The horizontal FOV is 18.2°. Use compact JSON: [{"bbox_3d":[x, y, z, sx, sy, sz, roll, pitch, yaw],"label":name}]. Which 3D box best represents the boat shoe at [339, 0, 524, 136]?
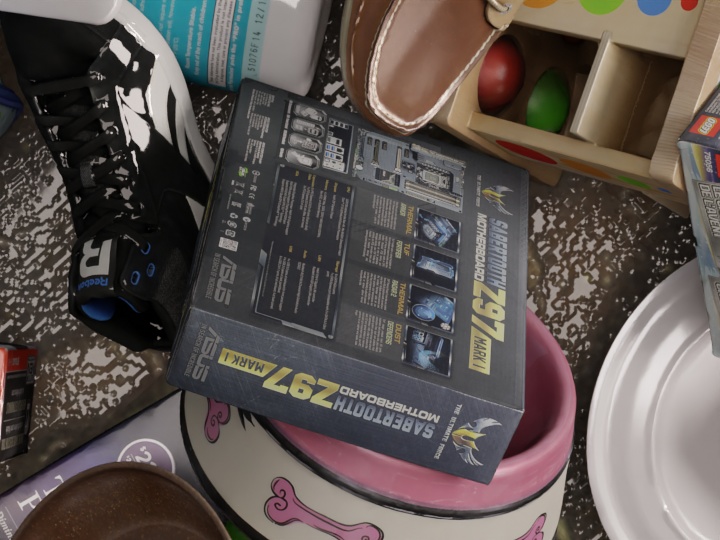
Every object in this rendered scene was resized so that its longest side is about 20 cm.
[{"bbox_3d":[0.055,-0.155,1.038,0.075,0.072,0.201,25,92,-25],"label":"boat shoe"}]

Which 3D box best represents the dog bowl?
[{"bbox_3d":[0.016,0.064,1.093,0.199,0.201,0.074,24,127,1],"label":"dog bowl"}]

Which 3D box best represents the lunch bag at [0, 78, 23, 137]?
[{"bbox_3d":[-0.249,-0.060,1.099,0.161,0.200,0.082,-45,88,0],"label":"lunch bag"}]

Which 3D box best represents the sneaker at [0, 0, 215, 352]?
[{"bbox_3d":[-0.123,-0.044,1.099,0.073,0.112,0.201,-12,128,28],"label":"sneaker"}]

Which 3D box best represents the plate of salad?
[{"bbox_3d":[0.206,0.081,1.164,0.198,0.048,0.202,-3,100,-16],"label":"plate of salad"}]

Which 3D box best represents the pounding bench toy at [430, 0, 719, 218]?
[{"bbox_3d":[0.148,-0.095,1.143,0.155,0.200,0.125,17,86,34],"label":"pounding bench toy"}]

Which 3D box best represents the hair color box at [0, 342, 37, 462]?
[{"bbox_3d":[-0.272,0.059,1.147,0.198,0.102,0.062,6,88,0],"label":"hair color box"}]

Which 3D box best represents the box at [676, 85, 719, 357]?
[{"bbox_3d":[0.225,-0.067,1.090,0.040,0.138,0.200,16,50,34],"label":"box"}]

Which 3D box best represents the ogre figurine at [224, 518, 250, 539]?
[{"bbox_3d":[-0.023,0.216,1.073,0.119,0.098,0.202,8,73,17],"label":"ogre figurine"}]

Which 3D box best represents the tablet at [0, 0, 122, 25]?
[{"bbox_3d":[-0.177,-0.190,1.091,0.199,0.014,0.131,12,77,32],"label":"tablet"}]

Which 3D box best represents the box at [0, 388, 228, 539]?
[{"bbox_3d":[-0.085,0.172,1.155,0.140,0.079,0.201,-31,88,-3],"label":"box"}]

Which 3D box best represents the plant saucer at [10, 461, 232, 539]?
[{"bbox_3d":[-0.109,0.192,1.056,0.199,0.037,0.202,-13,70,39],"label":"plant saucer"}]

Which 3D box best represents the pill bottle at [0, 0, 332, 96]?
[{"bbox_3d":[-0.113,-0.158,1.146,0.198,0.111,0.112,12,89,0],"label":"pill bottle"}]

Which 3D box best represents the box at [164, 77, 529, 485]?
[{"bbox_3d":[0.000,0.000,1.060,0.156,0.201,0.051,17,126,-7],"label":"box"}]
